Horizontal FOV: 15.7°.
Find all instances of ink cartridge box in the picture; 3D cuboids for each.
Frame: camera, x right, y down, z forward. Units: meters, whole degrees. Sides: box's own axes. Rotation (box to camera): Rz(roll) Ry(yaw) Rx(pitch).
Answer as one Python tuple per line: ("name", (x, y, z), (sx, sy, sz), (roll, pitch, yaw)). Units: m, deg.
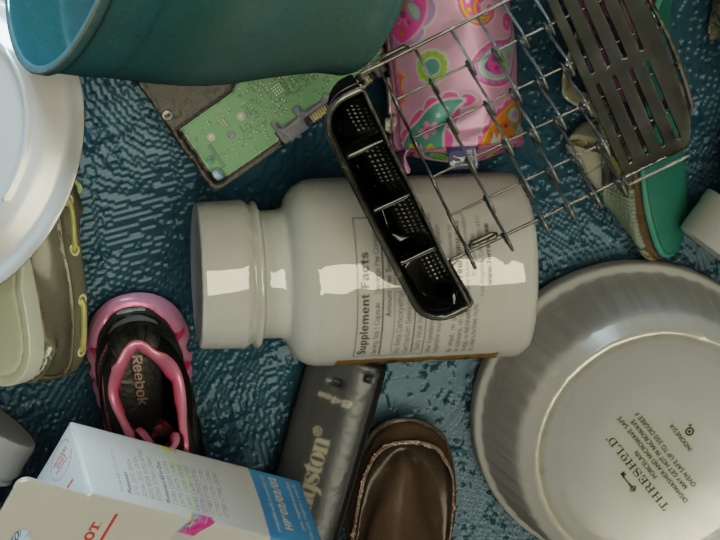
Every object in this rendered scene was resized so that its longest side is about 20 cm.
("ink cartridge box", (-0.138, 0.162, 1.533), (0.200, 0.068, 0.115), (18, 120, -29))

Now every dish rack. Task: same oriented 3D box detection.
("dish rack", (0.090, -0.081, 1.479), (0.200, 0.055, 0.153), (-26, 117, 2))

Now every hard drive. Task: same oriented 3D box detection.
("hard drive", (-0.090, -0.168, 1.575), (0.140, 0.038, 0.200), (-36, 103, -1))

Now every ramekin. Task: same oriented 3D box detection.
("ramekin", (0.176, 0.099, 1.631), (0.202, 0.094, 0.203), (-2, 105, -8))

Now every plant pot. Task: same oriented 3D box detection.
("plant pot", (-0.077, -0.190, 1.463), (0.188, 0.200, 0.200), (11, 99, -26))

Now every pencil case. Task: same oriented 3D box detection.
("pencil case", (0.047, -0.160, 1.561), (0.087, 0.087, 0.200), (-8, 93, -7))

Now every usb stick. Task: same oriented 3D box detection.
("usb stick", (-0.032, 0.140, 1.639), (0.055, 0.033, 0.200), (19, 98, 23))

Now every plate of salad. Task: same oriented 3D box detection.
("plate of salad", (-0.244, -0.073, 1.529), (0.200, 0.048, 0.200), (-6, 76, 23))

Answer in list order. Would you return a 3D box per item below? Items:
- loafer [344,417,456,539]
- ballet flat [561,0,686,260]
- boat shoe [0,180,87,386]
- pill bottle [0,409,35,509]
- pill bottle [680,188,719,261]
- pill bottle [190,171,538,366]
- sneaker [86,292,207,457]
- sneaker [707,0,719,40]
("loafer", (0.027, 0.193, 1.644), (0.073, 0.071, 0.200), (3, 100, -9))
("ballet flat", (0.159, -0.096, 1.603), (0.071, 0.069, 0.200), (11, 133, 25))
("boat shoe", (-0.201, -0.033, 1.572), (0.060, 0.072, 0.202), (-3, 89, -49))
("pill bottle", (-0.283, 0.166, 1.570), (0.111, 0.111, 0.200), (32, 95, -13))
("pill bottle", (0.293, -0.079, 1.614), (0.110, 0.110, 0.200), (37, 93, -13))
("pill bottle", (0.000, 0.000, 1.581), (0.200, 0.114, 0.114), (-2, 101, -8))
("sneaker", (-0.122, 0.117, 1.595), (0.079, 0.095, 0.200), (-15, 104, -7))
("sneaker", (0.258, -0.136, 1.565), (0.077, 0.200, 0.089), (8, 115, -16))
